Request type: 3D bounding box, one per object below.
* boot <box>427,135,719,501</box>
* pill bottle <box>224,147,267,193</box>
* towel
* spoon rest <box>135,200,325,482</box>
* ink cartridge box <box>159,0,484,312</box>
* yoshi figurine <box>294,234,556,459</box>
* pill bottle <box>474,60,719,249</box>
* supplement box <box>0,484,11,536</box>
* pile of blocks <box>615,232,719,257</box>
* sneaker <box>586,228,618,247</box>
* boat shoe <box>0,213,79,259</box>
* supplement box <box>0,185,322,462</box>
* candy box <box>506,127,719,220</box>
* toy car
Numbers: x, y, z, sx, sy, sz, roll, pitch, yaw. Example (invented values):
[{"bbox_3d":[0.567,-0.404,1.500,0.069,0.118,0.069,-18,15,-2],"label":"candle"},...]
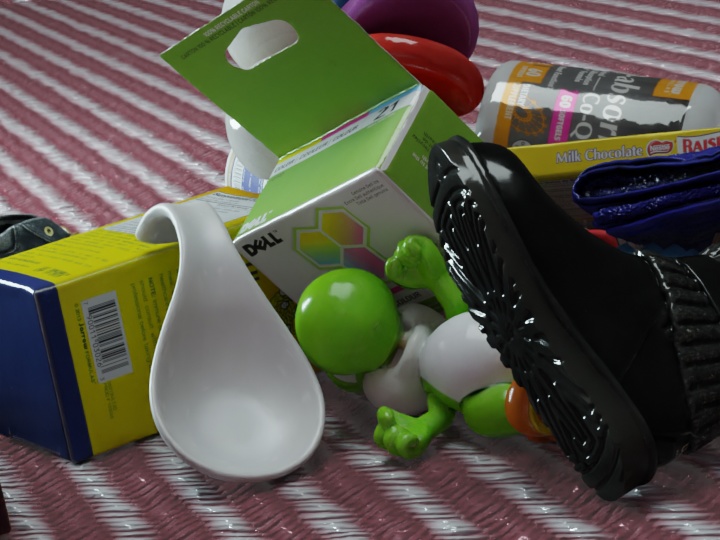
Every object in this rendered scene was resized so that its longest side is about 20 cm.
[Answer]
[{"bbox_3d":[0.141,0.001,1.240,0.157,0.212,0.079,-26,-12,-20],"label":"boot"},{"bbox_3d":[-0.016,-0.055,1.753,0.115,0.117,0.200,-15,15,-19],"label":"pill bottle"},{"bbox_3d":[0.235,-0.030,1.414,0.147,0.050,0.199,-11,-16,38],"label":"towel"},{"bbox_3d":[-0.082,0.034,1.370,0.099,0.061,0.201,-6,51,-21],"label":"spoon rest"},{"bbox_3d":[-0.021,-0.060,1.409,0.147,0.200,0.076,-24,31,49],"label":"ink cartridge box"},{"bbox_3d":[0.035,0.041,1.344,0.112,0.113,0.199,-29,19,-37],"label":"yoshi figurine"},{"bbox_3d":[0.181,-0.072,1.619,0.198,0.117,0.116,8,18,17],"label":"pill bottle"},{"bbox_3d":[-0.286,0.104,1.368,0.110,0.086,0.200,-17,15,-24],"label":"supplement box"},{"bbox_3d":[0.186,0.027,1.355,0.199,0.062,0.082,4,41,26],"label":"pile of blocks"},{"bbox_3d":[0.115,0.006,1.493,0.084,0.078,0.200,0,16,18],"label":"sneaker"},{"bbox_3d":[-0.203,-0.003,1.733,0.199,0.092,0.071,-17,15,-27],"label":"boat shoe"},{"bbox_3d":[-0.126,0.029,1.503,0.199,0.110,0.109,-19,16,-30],"label":"supplement box"},{"bbox_3d":[0.185,-0.058,1.455,0.198,0.027,0.102,-4,-17,15],"label":"candy box"},{"bbox_3d":[0.013,-0.128,1.564,0.174,0.201,0.150,24,-45,-32],"label":"toy car"}]
